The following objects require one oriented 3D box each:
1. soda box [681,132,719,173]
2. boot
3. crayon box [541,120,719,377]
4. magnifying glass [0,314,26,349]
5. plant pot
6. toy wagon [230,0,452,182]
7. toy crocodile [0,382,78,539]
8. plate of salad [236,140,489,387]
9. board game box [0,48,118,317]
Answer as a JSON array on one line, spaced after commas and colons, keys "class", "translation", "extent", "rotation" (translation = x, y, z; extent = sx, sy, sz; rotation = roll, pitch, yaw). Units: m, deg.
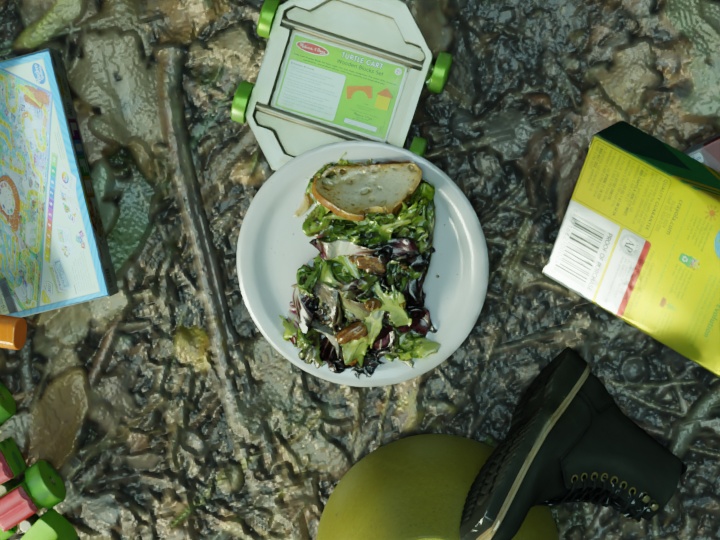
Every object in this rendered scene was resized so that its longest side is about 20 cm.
[{"class": "soda box", "translation": [0.306, -0.009, 1.232], "extent": [0.070, 0.063, 0.201], "rotation": [-25, 92, 7]}, {"class": "boot", "translation": [0.167, 0.161, 1.201], "extent": [0.138, 0.200, 0.077], "rotation": [41, 138, -2]}, {"class": "crayon box", "translation": [0.244, -0.007, 1.189], "extent": [0.199, 0.051, 0.128], "rotation": [33, 124, 23]}, {"class": "magnifying glass", "translation": [-0.354, 0.038, 1.288], "extent": [0.198, 0.022, 0.080], "rotation": [7, 95, 23]}, {"class": "plant pot", "translation": [0.055, 0.236, 1.232], "extent": [0.198, 0.142, 0.202], "rotation": [0, 94, 5]}, {"class": "toy wagon", "translation": [-0.007, -0.165, 1.261], "extent": [0.154, 0.040, 0.202], "rotation": [18, 95, 3]}, {"class": "toy crocodile", "translation": [-0.296, 0.152, 1.297], "extent": [0.067, 0.062, 0.201], "rotation": [-32, 90, 6]}, {"class": "plate of salad", "translation": [0.000, 0.000, 1.251], "extent": [0.198, 0.048, 0.202], "rotation": [2, 109, 6]}, {"class": "board game box", "translation": [-0.283, -0.063, 1.294], "extent": [0.133, 0.034, 0.202], "rotation": [-13, 93, 6]}]
